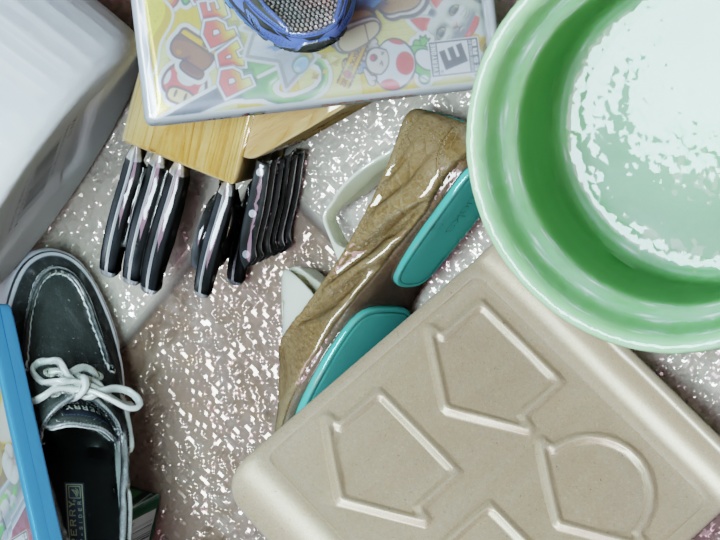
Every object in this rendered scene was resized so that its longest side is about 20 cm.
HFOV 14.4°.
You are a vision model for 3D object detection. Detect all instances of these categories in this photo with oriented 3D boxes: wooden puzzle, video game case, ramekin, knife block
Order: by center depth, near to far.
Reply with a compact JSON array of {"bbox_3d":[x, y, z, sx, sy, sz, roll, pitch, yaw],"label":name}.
[{"bbox_3d":[0.160,-0.066,1.393,0.199,0.098,0.201,3,100,19],"label":"ramekin"},{"bbox_3d":[-0.029,-0.181,1.430,0.181,0.023,0.201,-7,87,-4],"label":"video game case"},{"bbox_3d":[0.064,0.111,1.448,0.200,0.046,0.185,-42,71,-10],"label":"wooden puzzle"},{"bbox_3d":[-0.200,-0.072,1.477,0.098,0.200,0.201,35,109,4],"label":"ramekin"},{"bbox_3d":[-0.088,-0.093,1.499,0.175,0.064,0.201,-27,89,21],"label":"knife block"},{"bbox_3d":[-0.227,0.119,1.543,0.200,0.018,0.144,-33,67,49],"label":"video game case"}]

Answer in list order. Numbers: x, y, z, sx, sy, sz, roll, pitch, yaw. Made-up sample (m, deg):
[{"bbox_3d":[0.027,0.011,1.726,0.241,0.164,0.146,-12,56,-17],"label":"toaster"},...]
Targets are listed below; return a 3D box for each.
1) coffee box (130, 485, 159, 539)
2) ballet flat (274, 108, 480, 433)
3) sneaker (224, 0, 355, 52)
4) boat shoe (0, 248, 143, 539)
[{"bbox_3d":[-0.191,0.204,1.597,0.123,0.044,0.201,18,105,16],"label":"coffee box"},{"bbox_3d":[0.000,0.000,1.488,0.072,0.068,0.200,42,111,31],"label":"ballet flat"},{"bbox_3d":[-0.051,-0.202,1.380,0.075,0.078,0.201,-17,87,-4],"label":"sneaker"},{"bbox_3d":[-0.154,0.078,1.515,0.073,0.068,0.200,5,69,-20],"label":"boat shoe"}]
